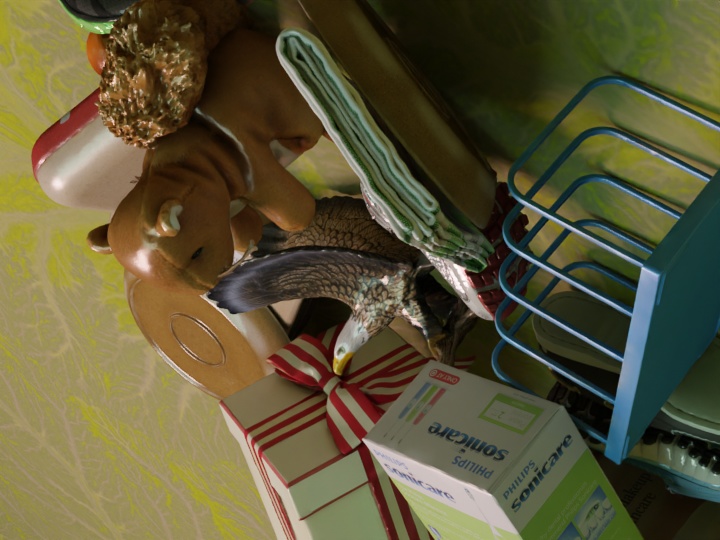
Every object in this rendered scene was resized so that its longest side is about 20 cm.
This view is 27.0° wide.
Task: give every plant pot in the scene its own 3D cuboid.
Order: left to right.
[{"bbox_3d":[-0.141,0.056,1.354,0.198,0.028,0.201,28,147,20],"label":"plant pot"},{"bbox_3d":[0.027,-0.115,0.952,0.200,0.027,0.200,50,-170,-12],"label":"plant pot"}]

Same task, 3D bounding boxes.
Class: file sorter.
[{"bbox_3d":[0.167,-0.004,0.983,0.122,0.139,0.201,30,147,23],"label":"file sorter"}]

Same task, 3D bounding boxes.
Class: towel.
[{"bbox_3d":[0.023,-0.072,0.927,0.150,0.031,0.200,57,-169,13],"label":"towel"}]

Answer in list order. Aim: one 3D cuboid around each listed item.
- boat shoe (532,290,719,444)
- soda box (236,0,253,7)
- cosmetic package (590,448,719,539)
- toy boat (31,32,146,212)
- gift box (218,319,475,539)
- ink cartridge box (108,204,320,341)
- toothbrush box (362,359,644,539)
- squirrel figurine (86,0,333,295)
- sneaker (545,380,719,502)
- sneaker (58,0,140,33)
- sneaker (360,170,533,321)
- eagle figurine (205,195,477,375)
[{"bbox_3d":[0.217,0.079,1.097,0.200,0.072,0.061,27,151,34],"label":"boat shoe"},{"bbox_3d":[-0.066,-0.231,1.022,0.064,0.069,0.199,49,148,-14],"label":"soda box"},{"bbox_3d":[0.227,0.220,1.216,0.198,0.103,0.088,19,131,29],"label":"cosmetic package"},{"bbox_3d":[-0.176,-0.143,1.181,0.199,0.130,0.132,-33,71,27],"label":"toy boat"},{"bbox_3d":[0.008,0.149,1.247,0.184,0.199,0.188,31,147,55],"label":"gift box"},{"bbox_3d":[-0.125,-0.024,1.335,0.199,0.075,0.165,37,147,6],"label":"ink cartridge box"},{"bbox_3d":[0.114,0.175,1.082,0.145,0.086,0.201,16,147,53],"label":"toothbrush box"},{"bbox_3d":[-0.118,-0.088,1.010,0.140,0.187,0.201,-3,130,45],"label":"squirrel figurine"},{"bbox_3d":[0.229,0.138,1.147,0.198,0.079,0.090,22,150,31],"label":"sneaker"},{"bbox_3d":[-0.208,-0.243,1.142,0.199,0.077,0.084,31,144,31],"label":"sneaker"},{"bbox_3d":[0.053,-0.051,1.082,0.201,0.077,0.082,59,144,11],"label":"sneaker"},{"bbox_3d":[-0.004,0.007,1.165,0.198,0.152,0.152,29,158,5],"label":"eagle figurine"}]
